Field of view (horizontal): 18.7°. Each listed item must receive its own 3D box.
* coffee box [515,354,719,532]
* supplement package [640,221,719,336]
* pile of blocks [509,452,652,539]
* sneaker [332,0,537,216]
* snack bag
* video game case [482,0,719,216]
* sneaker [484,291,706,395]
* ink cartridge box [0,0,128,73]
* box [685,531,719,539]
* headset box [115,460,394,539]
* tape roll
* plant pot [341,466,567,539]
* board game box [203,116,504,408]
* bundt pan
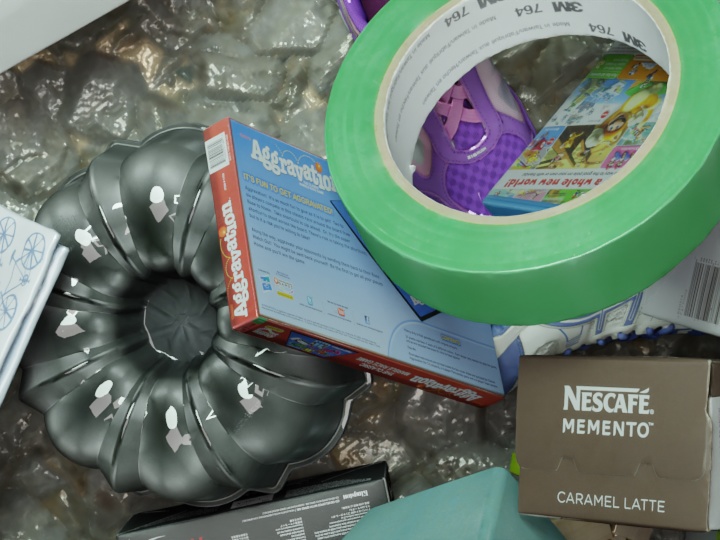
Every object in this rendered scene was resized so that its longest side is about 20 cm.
[{"bbox_3d":[0.181,0.085,1.091,0.114,0.199,0.081,-1,86,40],"label":"coffee box"},{"bbox_3d":[0.265,-0.011,1.108,0.198,0.121,0.121,10,93,-22],"label":"supplement package"},{"bbox_3d":[0.118,0.146,1.170,0.081,0.062,0.202,-17,102,-21],"label":"pile of blocks"},{"bbox_3d":[0.036,-0.109,1.156,0.080,0.088,0.201,-25,93,1],"label":"sneaker"},{"bbox_3d":[-0.234,0.041,1.127,0.021,0.200,0.190,23,92,-38],"label":"snack bag"},{"bbox_3d":[0.161,-0.098,1.106,0.018,0.143,0.200,46,75,-23],"label":"video game case"},{"bbox_3d":[0.145,0.013,1.166,0.200,0.075,0.088,-41,94,4],"label":"sneaker"},{"bbox_3d":[-0.190,-0.209,1.111,0.145,0.085,0.201,-29,54,2],"label":"ink cartridge box"},{"bbox_3d":[0.234,0.154,1.110,0.121,0.200,0.048,2,86,1],"label":"box"},{"bbox_3d":[-0.036,0.219,1.176,0.147,0.077,0.202,-13,93,2],"label":"headset box"},{"bbox_3d":[0.083,-0.071,1.035,0.199,0.048,0.202,-10,55,14],"label":"tape roll"},{"bbox_3d":[0.038,0.204,1.047,0.141,0.201,0.142,-22,123,33],"label":"plant pot"},{"bbox_3d":[0.000,0.000,1.073,0.019,0.199,0.104,-24,63,31],"label":"board game box"},{"bbox_3d":[-0.093,0.027,1.108,0.200,0.076,0.204,1,95,12],"label":"bundt pan"}]
